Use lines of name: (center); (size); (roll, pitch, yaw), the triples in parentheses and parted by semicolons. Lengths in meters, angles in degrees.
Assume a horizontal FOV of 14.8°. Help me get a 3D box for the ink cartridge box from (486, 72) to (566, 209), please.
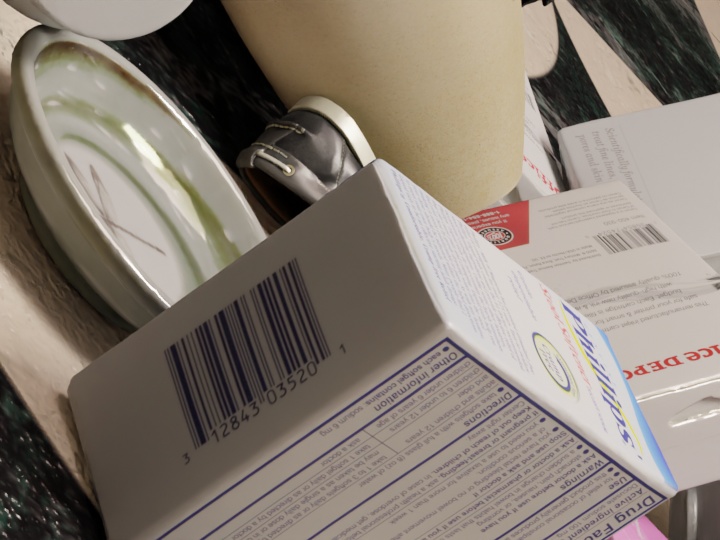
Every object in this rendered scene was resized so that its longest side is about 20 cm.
ink cartridge box: (0.060, -0.102, 1.887); (0.145, 0.083, 0.200); (43, 21, -34)

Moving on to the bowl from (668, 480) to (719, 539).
bowl: (0.249, 0.167, 1.797); (0.201, 0.090, 0.202); (-178, -90, -89)

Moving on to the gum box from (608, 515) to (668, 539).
gum box: (0.153, 0.211, 1.560); (0.114, 0.066, 0.200); (45, 19, -24)

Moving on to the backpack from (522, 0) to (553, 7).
backpack: (0.004, -0.217, 1.799); (0.191, 0.200, 0.154); (51, -9, 53)

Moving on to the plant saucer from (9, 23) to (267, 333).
plant saucer: (-0.111, -0.025, 1.336); (0.200, 0.050, 0.200); (47, 19, -22)

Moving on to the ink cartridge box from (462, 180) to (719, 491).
ink cartridge box: (0.141, 0.043, 1.628); (0.146, 0.083, 0.200); (-12, 38, -26)

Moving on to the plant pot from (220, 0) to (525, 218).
plant pot: (0.021, -0.133, 1.637); (0.187, 0.187, 0.200); (-83, 155, -66)

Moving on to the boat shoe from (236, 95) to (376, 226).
boat shoe: (0.000, 0.000, 1.596); (0.068, 0.072, 0.200); (-42, 106, -35)

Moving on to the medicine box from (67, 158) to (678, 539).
medicine box: (0.007, 0.076, 1.229); (0.200, 0.182, 0.103); (36, 25, -46)

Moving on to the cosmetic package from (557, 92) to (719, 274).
cosmetic package: (0.238, 0.008, 1.888); (0.165, 0.164, 0.200); (-107, -175, -49)

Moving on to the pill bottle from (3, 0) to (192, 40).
pill bottle: (-0.143, -0.181, 1.345); (0.114, 0.114, 0.200); (45, -1, -27)
